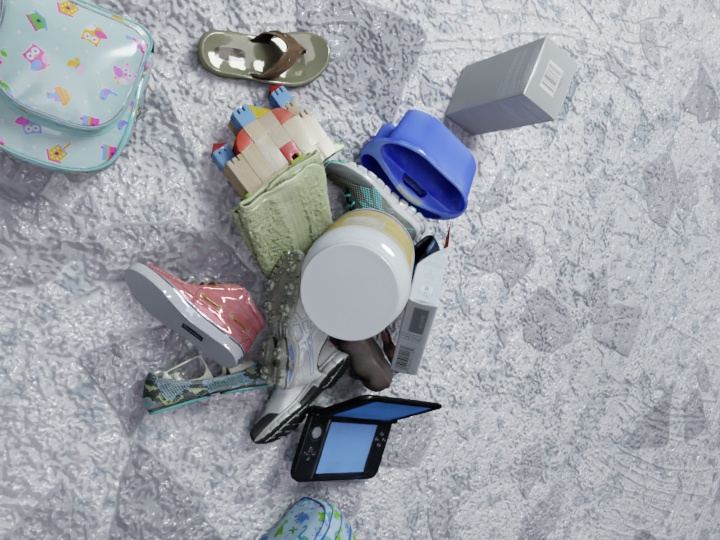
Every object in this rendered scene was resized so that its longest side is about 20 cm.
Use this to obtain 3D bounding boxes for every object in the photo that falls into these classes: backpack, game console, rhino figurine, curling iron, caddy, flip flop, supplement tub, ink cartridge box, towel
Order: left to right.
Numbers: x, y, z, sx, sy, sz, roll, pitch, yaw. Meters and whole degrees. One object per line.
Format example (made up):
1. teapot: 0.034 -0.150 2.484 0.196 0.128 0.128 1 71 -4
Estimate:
1. backpack: -0.345 -0.213 0.594 0.175 0.153 0.201 15 95 -33
2. flip flop: -0.133 -0.316 0.744 0.199 0.057 0.082 -6 98 -27
3. towel: -0.101 -0.068 0.734 0.148 0.036 0.200 -40 156 -18
4. backpack: -0.095 0.459 0.794 0.199 0.163 0.155 -22 90 -31
5. rhino figurine: -0.008 0.118 0.838 0.060 0.087 0.201 -37 111 -20
6. supplement tub: 0.000 0.000 0.704 0.144 0.200 0.147 2 106 8
7. game console: 0.013 0.274 0.825 0.199 0.116 0.177 21 86 -43
8. curling iron: 0.054 0.123 0.850 0.201 0.025 0.050 72 32 -50
9. caddy: 0.094 -0.159 0.827 0.200 0.141 0.105 36 67 -26
10. ink cartridge box: 0.097 0.037 0.800 0.047 0.201 0.161 13 133 6

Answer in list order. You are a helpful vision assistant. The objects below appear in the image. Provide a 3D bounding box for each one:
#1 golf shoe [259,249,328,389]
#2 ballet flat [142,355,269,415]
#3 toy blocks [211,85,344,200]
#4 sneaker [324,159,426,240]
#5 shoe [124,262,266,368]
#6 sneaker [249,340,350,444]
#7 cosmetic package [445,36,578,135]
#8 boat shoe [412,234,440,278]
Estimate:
1. golf shoe: -0.089 0.071 0.749 0.097 0.078 0.202 6 93 -40
2. ballet flat: -0.212 0.154 0.744 0.199 0.074 0.075 -8 99 -26
3. toy blocks: -0.136 -0.186 0.748 0.200 0.100 0.137 -41 100 -19
4. sneaker: 0.013 -0.097 0.825 0.200 0.078 0.092 36 80 -12
5. shoe: -0.230 0.044 0.730 0.200 0.071 0.091 41 46 -8
6. sneaker: -0.107 0.189 0.814 0.200 0.080 0.074 -47 157 -4
7. cosmetic package: 0.248 -0.305 0.869 0.090 0.200 0.107 25 86 -25
8. boat shoe: 0.058 0.002 0.872 0.200 0.084 0.069 -40 131 -33
